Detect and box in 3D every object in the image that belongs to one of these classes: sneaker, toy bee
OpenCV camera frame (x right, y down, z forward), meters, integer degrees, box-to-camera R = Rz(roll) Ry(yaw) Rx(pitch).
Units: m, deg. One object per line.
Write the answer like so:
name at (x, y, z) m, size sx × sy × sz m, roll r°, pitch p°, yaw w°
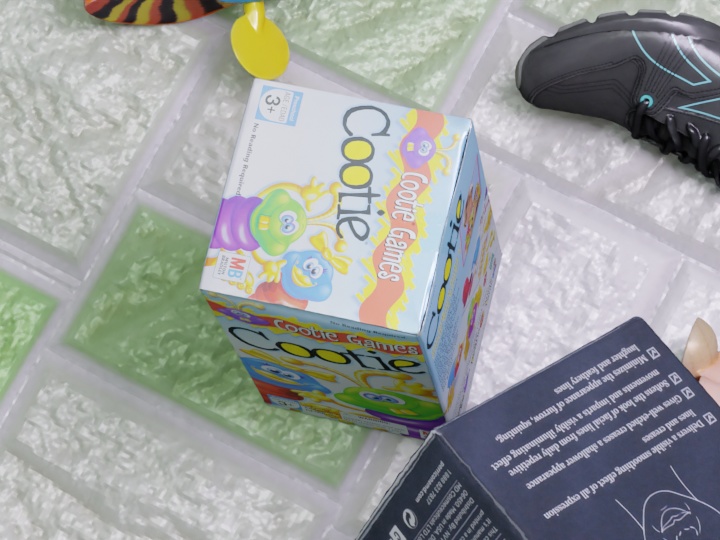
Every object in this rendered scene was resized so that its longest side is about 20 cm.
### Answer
sneaker at (0.174, -0.082, 1.387) m, size 0.199 × 0.075 × 0.080 m, roll 2°, pitch 76°, yaw 8°
toy bee at (-0.039, -0.160, 1.434) m, size 0.199 × 0.109 × 0.132 m, roll 5°, pitch 81°, yaw 34°

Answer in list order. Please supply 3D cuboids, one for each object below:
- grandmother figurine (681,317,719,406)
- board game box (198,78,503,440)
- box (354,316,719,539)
grandmother figurine at (0.241, 0.094, 1.336) m, size 0.199 × 0.061 × 0.122 m, roll 17°, pitch 85°, yaw 14°
board game box at (0.000, 0.000, 1.317) m, size 0.102 × 0.200 × 0.106 m, roll 12°, pitch 74°, yaw 10°
box at (0.123, 0.146, 1.275) m, size 0.148 × 0.107 × 0.200 m, roll -25°, pitch 67°, yaw -40°
